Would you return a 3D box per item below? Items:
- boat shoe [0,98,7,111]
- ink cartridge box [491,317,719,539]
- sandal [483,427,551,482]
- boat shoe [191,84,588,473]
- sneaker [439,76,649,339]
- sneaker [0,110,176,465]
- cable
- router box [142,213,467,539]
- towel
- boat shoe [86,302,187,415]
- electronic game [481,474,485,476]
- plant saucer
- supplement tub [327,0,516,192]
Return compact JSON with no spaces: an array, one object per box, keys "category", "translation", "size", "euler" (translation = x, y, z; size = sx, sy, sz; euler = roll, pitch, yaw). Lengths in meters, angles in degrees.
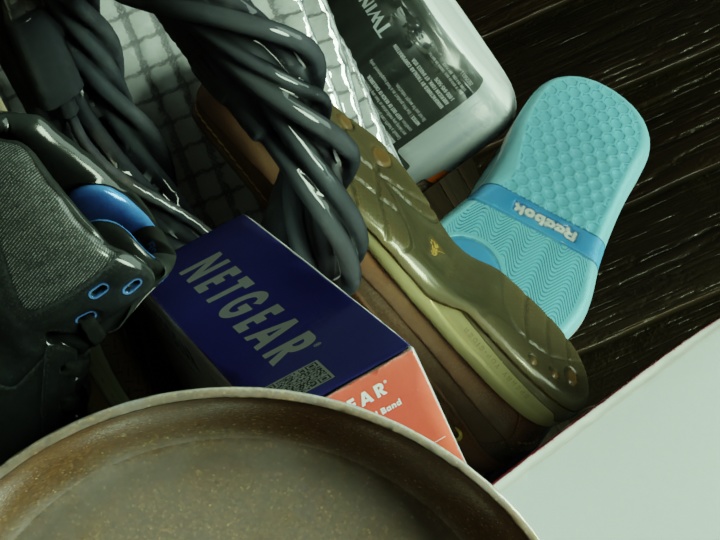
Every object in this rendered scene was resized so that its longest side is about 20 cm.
[{"category":"boat shoe","translation":[-0.128,-0.011,0.835],"size":[0.072,0.065,0.200],"euler":[-103,167,-52]},{"category":"ink cartridge box","translation":[0.116,0.124,0.861],"size":[0.146,0.144,0.200],"euler":[53,-9,6]},{"category":"sandal","translation":[0.067,0.140,1.067],"size":[0.045,0.201,0.075],"euler":[25,28,9]},{"category":"boat shoe","translation":[0.000,0.000,0.885],"size":[0.200,0.068,0.072],"euler":[46,22,1]},{"category":"sneaker","translation":[0.060,0.014,1.018],"size":[0.079,0.131,0.200],"euler":[34,51,6]},{"category":"sneaker","translation":[-0.099,0.039,0.725],"size":[0.073,0.111,0.201],"euler":[-92,157,-64]},{"category":"cable","translation":[-0.058,-0.050,0.826],"size":[0.163,0.051,0.201],"euler":[10,-45,44]},{"category":"router box","translation":[0.001,0.087,0.728],"size":[0.180,0.049,0.200],"euler":[65,-10,-18]},{"category":"towel","translation":[-0.082,-0.068,0.951],"size":[0.086,0.165,0.201],"euler":[-108,174,-82]},{"category":"boat shoe","translation":[-0.093,0.062,0.826],"size":[0.072,0.076,0.201],"euler":[-94,159,-52]},{"category":"electronic game","translation":[0.017,0.137,1.047],"size":[0.041,0.201,0.200],"euler":[24,4,8]},{"category":"plant saucer","translation":[-0.034,0.126,0.605],"size":[0.032,0.199,0.201],"euler":[-105,170,-78]},{"category":"supplement tub","translation":[-0.036,-0.064,1.052],"size":[0.123,0.200,0.123],"euler":[51,12,-15]}]
